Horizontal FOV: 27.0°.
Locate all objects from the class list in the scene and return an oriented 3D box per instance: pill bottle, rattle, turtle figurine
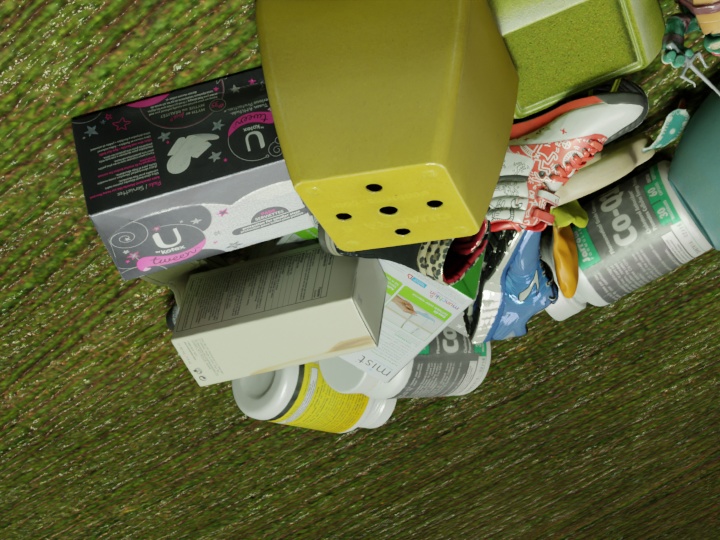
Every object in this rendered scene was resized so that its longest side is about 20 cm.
[{"bbox_3d":[-0.052,0.141,1.859,0.199,0.113,0.112,16,138,-41],"label":"pill bottle"},{"bbox_3d":[0.053,0.098,1.814,0.199,0.114,0.113,1,147,-42],"label":"pill bottle"},{"bbox_3d":[0.291,-0.030,1.714,0.199,0.114,0.113,-31,147,19],"label":"pill bottle"},{"bbox_3d":[0.286,-0.079,1.614,0.199,0.144,0.130,-23,170,-4],"label":"rattle"},{"bbox_3d":[0.334,-0.249,1.406,0.149,0.101,0.200,-32,133,-1],"label":"turtle figurine"}]

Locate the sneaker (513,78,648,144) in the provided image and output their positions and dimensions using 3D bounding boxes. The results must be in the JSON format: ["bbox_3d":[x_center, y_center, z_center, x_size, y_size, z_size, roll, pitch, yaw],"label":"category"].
[{"bbox_3d":[0.206,-0.143,1.568,0.199,0.076,0.076,-23,170,17],"label":"sneaker"}]

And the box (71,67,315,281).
[{"bbox_3d":[-0.156,-0.088,1.428,0.199,0.115,0.132,-15,150,0],"label":"box"}]

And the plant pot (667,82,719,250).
[{"bbox_3d":[0.401,-0.096,1.564,0.134,0.201,0.200,-34,147,8],"label":"plant pot"}]

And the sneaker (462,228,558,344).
[{"bbox_3d":[0.171,-0.006,1.608,0.088,0.079,0.201,1,133,-14],"label":"sneaker"}]

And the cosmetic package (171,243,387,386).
[{"bbox_3d":[-0.079,0.040,1.498,0.199,0.106,0.071,-12,128,20],"label":"cosmetic package"}]

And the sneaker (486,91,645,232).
[{"bbox_3d":[0.196,-0.101,1.490,0.200,0.109,0.067,-16,167,20],"label":"sneaker"}]

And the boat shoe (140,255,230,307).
[{"bbox_3d":[-0.186,-0.013,1.588,0.074,0.069,0.200,-27,157,7],"label":"boat shoe"}]

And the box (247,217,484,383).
[{"bbox_3d":[0.000,0.000,1.583,0.199,0.097,0.177,31,134,-13],"label":"box"}]

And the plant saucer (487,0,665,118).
[{"bbox_3d":[0.192,-0.223,1.433,0.199,0.048,0.200,-21,149,10],"label":"plant saucer"}]

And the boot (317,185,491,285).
[{"bbox_3d":[0.072,-0.074,1.443,0.204,0.153,0.074,-50,140,-25],"label":"boot"}]

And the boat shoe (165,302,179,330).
[{"bbox_3d":[-0.128,0.045,1.724,0.199,0.069,0.057,-1,174,-28],"label":"boat shoe"}]

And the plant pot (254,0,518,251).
[{"bbox_3d":[0.026,-0.130,1.336,0.198,0.178,0.200,-7,152,17],"label":"plant pot"}]

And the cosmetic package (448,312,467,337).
[{"bbox_3d":[0.118,0.002,1.737,0.106,0.091,0.200,-28,151,27],"label":"cosmetic package"}]
